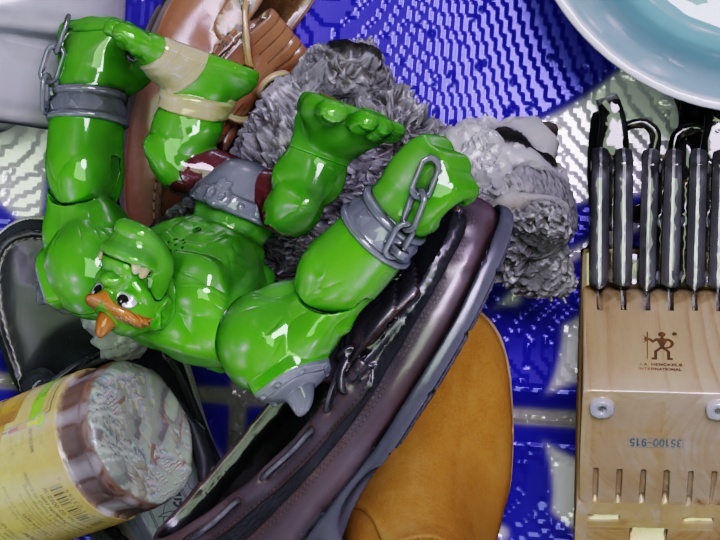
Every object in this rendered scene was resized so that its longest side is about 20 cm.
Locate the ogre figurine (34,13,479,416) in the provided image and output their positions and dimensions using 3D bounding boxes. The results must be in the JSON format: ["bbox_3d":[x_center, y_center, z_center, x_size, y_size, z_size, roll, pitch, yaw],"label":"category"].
[{"bbox_3d":[-0.055,-0.020,1.064,0.199,0.098,0.120,20,93,14],"label":"ogre figurine"}]

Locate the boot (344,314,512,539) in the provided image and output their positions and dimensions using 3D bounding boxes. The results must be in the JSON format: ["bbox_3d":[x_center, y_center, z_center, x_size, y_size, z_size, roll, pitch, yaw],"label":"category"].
[{"bbox_3d":[0.028,0.114,1.117,0.070,0.144,0.202,12,90,-4],"label":"boot"}]

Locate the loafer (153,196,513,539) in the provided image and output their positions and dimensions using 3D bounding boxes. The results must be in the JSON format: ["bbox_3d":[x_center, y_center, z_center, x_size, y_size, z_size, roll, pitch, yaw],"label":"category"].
[{"bbox_3d":[-0.012,0.050,1.081,0.063,0.072,0.200,29,103,-8],"label":"loafer"}]

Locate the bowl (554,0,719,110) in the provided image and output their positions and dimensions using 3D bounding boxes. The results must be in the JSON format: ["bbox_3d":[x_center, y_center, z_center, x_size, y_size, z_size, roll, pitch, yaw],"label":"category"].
[{"bbox_3d":[0.164,-0.160,1.152,0.200,0.105,0.202,0,87,3],"label":"bowl"}]

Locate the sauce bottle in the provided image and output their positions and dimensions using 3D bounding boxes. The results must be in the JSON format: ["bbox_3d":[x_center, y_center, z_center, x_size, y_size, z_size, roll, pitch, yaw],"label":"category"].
[{"bbox_3d":[-0.161,0.093,1.140,0.199,0.065,0.065,-21,85,33],"label":"sauce bottle"}]

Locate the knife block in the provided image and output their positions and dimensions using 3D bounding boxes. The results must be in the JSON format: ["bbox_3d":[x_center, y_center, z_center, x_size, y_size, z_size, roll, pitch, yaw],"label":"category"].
[{"bbox_3d":[0.125,0.026,1.175,0.064,0.176,0.201,2,132,5],"label":"knife block"}]

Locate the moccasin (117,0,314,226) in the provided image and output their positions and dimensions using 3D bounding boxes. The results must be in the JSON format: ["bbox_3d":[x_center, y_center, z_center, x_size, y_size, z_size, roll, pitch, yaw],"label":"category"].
[{"bbox_3d":[-0.045,-0.099,1.182,0.077,0.074,0.202,24,79,13],"label":"moccasin"}]

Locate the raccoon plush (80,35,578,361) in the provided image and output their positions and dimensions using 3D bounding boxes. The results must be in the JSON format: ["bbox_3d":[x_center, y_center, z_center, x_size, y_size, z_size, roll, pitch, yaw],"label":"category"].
[{"bbox_3d":[0.000,0.000,1.144,0.134,0.097,0.200,43,93,22],"label":"raccoon plush"}]

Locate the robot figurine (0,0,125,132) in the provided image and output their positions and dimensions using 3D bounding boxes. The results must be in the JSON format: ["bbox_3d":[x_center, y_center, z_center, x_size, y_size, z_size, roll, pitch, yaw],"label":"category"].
[{"bbox_3d":[-0.153,-0.161,1.166,0.169,0.113,0.201,0,86,37],"label":"robot figurine"}]

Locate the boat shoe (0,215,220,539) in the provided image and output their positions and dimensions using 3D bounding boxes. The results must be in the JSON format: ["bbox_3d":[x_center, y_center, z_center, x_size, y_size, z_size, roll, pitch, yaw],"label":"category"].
[{"bbox_3d":[-0.106,0.065,1.175,0.074,0.066,0.200,-24,86,3],"label":"boat shoe"}]
